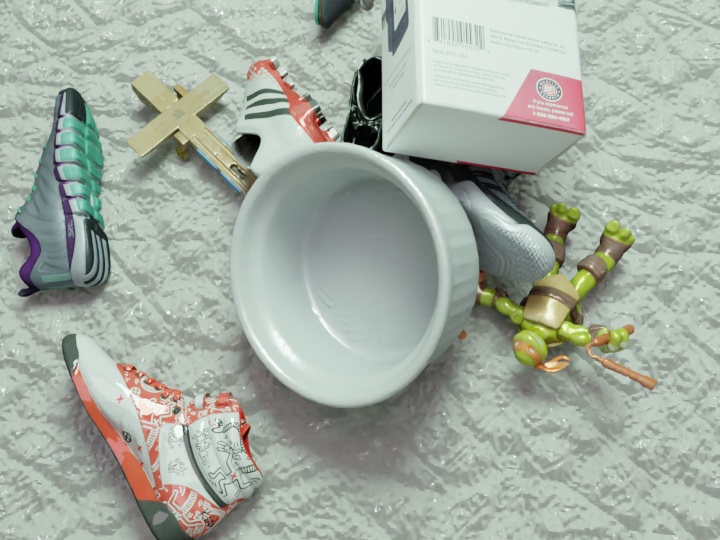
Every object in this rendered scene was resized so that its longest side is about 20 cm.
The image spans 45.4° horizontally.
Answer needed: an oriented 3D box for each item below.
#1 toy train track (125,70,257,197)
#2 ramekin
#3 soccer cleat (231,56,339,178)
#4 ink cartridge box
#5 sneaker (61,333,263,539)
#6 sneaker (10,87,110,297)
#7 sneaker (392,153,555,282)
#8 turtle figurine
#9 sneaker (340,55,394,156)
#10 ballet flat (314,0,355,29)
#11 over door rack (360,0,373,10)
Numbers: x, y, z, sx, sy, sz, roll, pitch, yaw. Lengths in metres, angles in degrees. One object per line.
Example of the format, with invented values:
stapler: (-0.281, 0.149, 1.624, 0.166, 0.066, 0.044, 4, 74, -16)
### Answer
toy train track: (-0.147, -0.116, 0.834, 0.200, 0.033, 0.115, 43, 68, 12)
ramekin: (0.000, 0.000, 0.694, 0.197, 0.097, 0.205, 4, 98, 30)
soccer cleat: (-0.084, -0.135, 0.777, 0.085, 0.069, 0.200, -37, 34, 0)
ink cartridge box: (0.094, -0.194, 0.696, 0.142, 0.084, 0.204, 6, 70, -19)
sneaker: (-0.160, 0.118, 0.717, 0.107, 0.067, 0.203, -31, 73, -11)
sneaker: (-0.290, -0.077, 0.802, 0.086, 0.075, 0.204, -12, 68, 3)
sneaker: (0.119, -0.074, 0.752, 0.113, 0.076, 0.200, -35, 45, -16)
turtle figurine: (0.175, 0.027, 0.732, 0.197, 0.065, 0.162, 16, 59, 34)
sneaker: (0.029, -0.170, 0.804, 0.059, 0.105, 0.203, 17, 69, 11)
ballet flat: (-0.006, -0.340, 0.898, 0.072, 0.073, 0.204, 3, 65, 4)
over door rack: (0.101, -0.256, 0.825, 0.147, 0.067, 0.201, 40, 55, -4)
